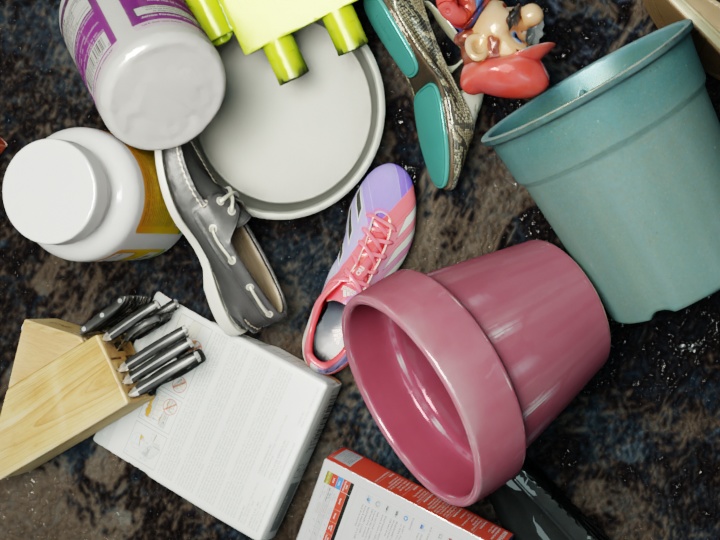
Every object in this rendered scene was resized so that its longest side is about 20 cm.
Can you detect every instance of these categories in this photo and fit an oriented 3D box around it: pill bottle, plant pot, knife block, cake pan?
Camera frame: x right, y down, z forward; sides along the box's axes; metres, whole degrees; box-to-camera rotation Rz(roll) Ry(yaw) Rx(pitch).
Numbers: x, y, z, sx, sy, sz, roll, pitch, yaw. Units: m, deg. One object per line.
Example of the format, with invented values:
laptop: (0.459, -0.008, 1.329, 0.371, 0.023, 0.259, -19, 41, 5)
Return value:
pill bottle: (-0.198, -0.203, 1.027, 0.112, 0.112, 0.201, -37, 48, 5)
plant pot: (0.108, 0.071, 1.014, 0.177, 0.200, 0.202, -28, 90, -22)
plant pot: (0.236, -0.076, 1.009, 0.198, 0.200, 0.198, -30, 97, 5)
pill bottle: (-0.227, -0.065, 1.025, 0.109, 0.200, 0.113, 0, 91, 11)
knife block: (-0.234, 0.114, 1.091, 0.173, 0.064, 0.204, 16, 93, 15)
cake pan: (-0.074, -0.149, 1.097, 0.196, 0.037, 0.204, 0, 92, 5)

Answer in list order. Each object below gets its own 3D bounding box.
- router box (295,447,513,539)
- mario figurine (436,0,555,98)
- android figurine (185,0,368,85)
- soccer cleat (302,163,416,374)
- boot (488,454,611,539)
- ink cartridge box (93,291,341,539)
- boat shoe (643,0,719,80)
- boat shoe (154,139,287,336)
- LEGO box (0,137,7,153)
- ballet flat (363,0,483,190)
router box: (0.019, 0.292, 1.067, 0.177, 0.049, 0.203, 24, 102, 18)
mario figurine: (0.111, -0.245, 1.034, 0.122, 0.106, 0.202, -29, 84, -27)
android figurine: (-0.073, -0.272, 1.034, 0.179, 0.041, 0.203, -21, 102, 11)
soccer cleat: (0.000, 0.000, 1.077, 0.066, 0.076, 0.203, 23, 94, 3)
boot: (0.132, 0.266, 1.085, 0.198, 0.073, 0.163, 45, 100, 3)
ink cartridge box: (-0.136, 0.136, 1.120, 0.198, 0.050, 0.164, 26, 95, 20)
boat shoe: (0.338, -0.204, 1.053, 0.199, 0.071, 0.065, 38, 88, -6)
boat shoe: (-0.123, -0.037, 1.055, 0.059, 0.074, 0.203, -14, 105, 19)
LEGO box: (-0.420, -0.088, 1.044, 0.077, 0.200, 0.149, 42, 95, 2)
ballet flat: (0.070, -0.178, 1.077, 0.074, 0.068, 0.203, -22, 89, -21)
